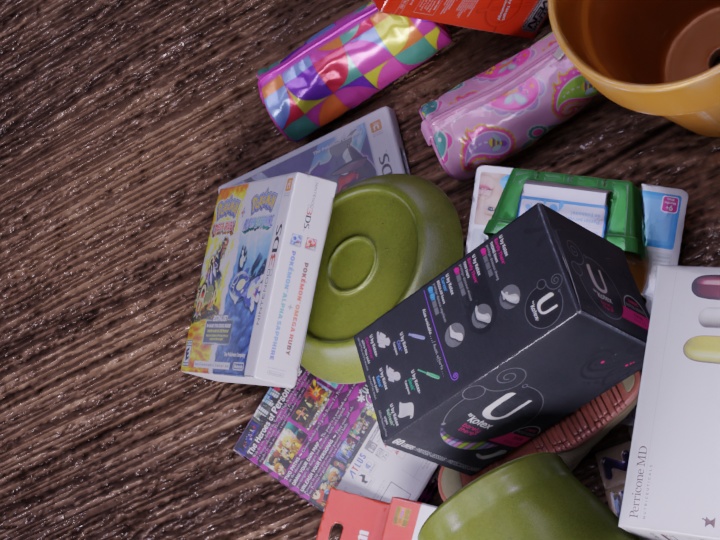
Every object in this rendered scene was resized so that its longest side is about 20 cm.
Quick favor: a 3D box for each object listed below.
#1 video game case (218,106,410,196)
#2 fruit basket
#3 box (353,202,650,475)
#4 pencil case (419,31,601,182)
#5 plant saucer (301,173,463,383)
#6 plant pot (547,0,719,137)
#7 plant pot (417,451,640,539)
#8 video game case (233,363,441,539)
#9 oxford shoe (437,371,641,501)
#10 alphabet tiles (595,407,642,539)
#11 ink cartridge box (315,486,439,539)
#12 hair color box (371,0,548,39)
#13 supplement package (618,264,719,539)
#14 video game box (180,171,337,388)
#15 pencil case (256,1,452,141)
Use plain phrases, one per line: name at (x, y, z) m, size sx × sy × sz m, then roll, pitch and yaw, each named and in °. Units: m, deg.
video game case at (-0.037, -0.039, 1.563) m, size 0.199 × 0.023 × 0.183 m, roll -24°, pitch 61°, yaw 21°
fruit basket at (0.167, 0.018, 1.368) m, size 0.184 × 0.094 × 0.201 m, roll 9°, pitch 79°, yaw 19°
box at (0.112, 0.058, 1.275) m, size 0.200 × 0.122 × 0.107 m, roll -37°, pitch 51°, yaw 27°
pencil case at (0.150, -0.160, 1.463) m, size 0.199 × 0.087 × 0.088 m, roll -30°, pitch 59°, yaw 18°
plant saucer at (0.000, 0.000, 1.445) m, size 0.199 × 0.031 × 0.201 m, roll -20°, pitch 56°, yaw 31°
plant pot at (0.278, -0.201, 1.342) m, size 0.199 × 0.183 × 0.202 m, roll -11°, pitch 66°, yaw 25°
plant pot at (0.142, 0.248, 1.224) m, size 0.200 × 0.200 × 0.194 m, roll -37°, pitch 66°, yaw 13°
video game case at (0.008, 0.121, 1.454) m, size 0.181 × 0.036 × 0.201 m, roll 30°, pitch 88°, yaw 26°
oxford shoe at (0.157, 0.135, 1.343) m, size 0.200 × 0.074 × 0.071 m, roll -35°, pitch 50°, yaw 25°
alphabet tiles at (0.272, 0.151, 1.319) m, size 0.166 × 0.008 × 0.201 m, roll -24°, pitch 61°, yaw 21°
ink cartridge box at (0.048, 0.250, 1.357) m, size 0.199 × 0.050 × 0.110 m, roll 12°, pitch 77°, yaw 17°
hair color box at (0.079, -0.270, 1.474) m, size 0.102 × 0.199 × 0.061 m, roll 55°, pitch 127°, yaw 34°
supplement package at (0.283, 0.114, 1.227) m, size 0.110 × 0.156 × 0.201 m, roll 2°, pitch 73°, yaw 31°
video game box at (-0.095, 0.010, 1.480) m, size 0.200 × 0.047 × 0.183 m, roll -5°, pitch 70°, yaw 65°
pencil case at (-0.008, -0.208, 1.575) m, size 0.199 × 0.088 × 0.089 m, roll -34°, pitch 58°, yaw 16°
